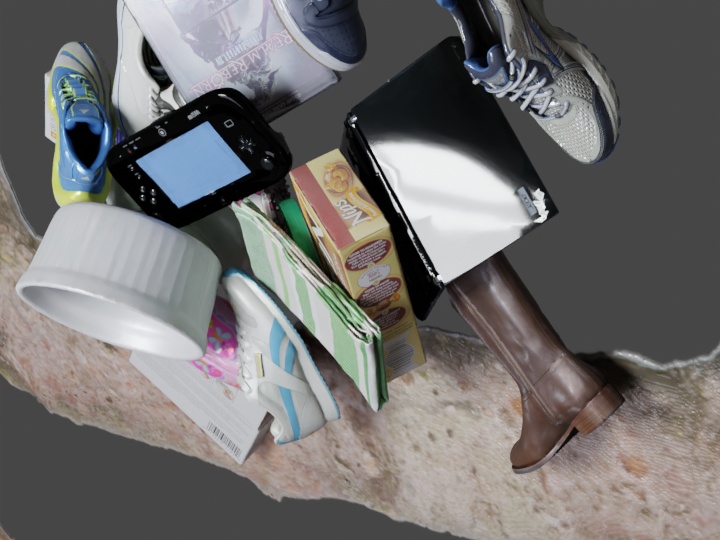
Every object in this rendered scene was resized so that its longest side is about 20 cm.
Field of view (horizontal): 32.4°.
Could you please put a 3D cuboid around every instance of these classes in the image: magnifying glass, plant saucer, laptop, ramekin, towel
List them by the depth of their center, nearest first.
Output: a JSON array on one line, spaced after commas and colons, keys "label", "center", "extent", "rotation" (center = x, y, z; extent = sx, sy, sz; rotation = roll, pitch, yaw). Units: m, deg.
[{"label": "laptop", "center": [0.067, -0.074, 1.095], "extent": [0.179, 0.102, 0.200], "rotation": [63, 168, 12]}, {"label": "towel", "center": [-0.045, 0.033, 1.161], "extent": [0.200, 0.023, 0.153], "rotation": [44, 162, 26]}, {"label": "magnifying glass", "center": [-0.042, 0.012, 1.219], "extent": [0.080, 0.022, 0.201], "rotation": [-116, 7, -48]}, {"label": "ramekin", "center": [-0.237, 0.010, 1.254], "extent": [0.198, 0.099, 0.201], "rotation": [16, 162, 5]}, {"label": "plant saucer", "center": [-0.195, -0.040, 1.332], "extent": [0.198, 0.051, 0.201], "rotation": [18, 146, 12]}]

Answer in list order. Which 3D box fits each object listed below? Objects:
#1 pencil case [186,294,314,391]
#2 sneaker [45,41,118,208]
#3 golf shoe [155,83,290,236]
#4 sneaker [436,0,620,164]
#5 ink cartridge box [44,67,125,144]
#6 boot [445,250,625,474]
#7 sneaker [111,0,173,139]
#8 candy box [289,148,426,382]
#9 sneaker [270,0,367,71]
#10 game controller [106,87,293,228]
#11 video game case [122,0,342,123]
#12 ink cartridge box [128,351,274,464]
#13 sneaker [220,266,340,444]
[{"label": "pencil case", "center": [-0.152, 0.081, 1.382], "extent": [0.199, 0.088, 0.088], "rotation": [28, 138, 6]}, {"label": "sneaker", "center": [-0.279, -0.163, 1.276], "extent": [0.105, 0.075, 0.202], "rotation": [133, 132, -60]}, {"label": "golf shoe", "center": [-0.130, -0.103, 1.227], "extent": [0.091, 0.073, 0.202], "rotation": [-18, 106, 15]}, {"label": "sneaker", "center": [0.121, -0.158, 0.953], "extent": [0.201, 0.085, 0.077], "rotation": [53, 141, -6]}, {"label": "ink cartridge box", "center": [-0.273, -0.140, 1.382], "extent": [0.199, 0.037, 0.095], "rotation": [37, 141, 18]}, {"label": "boot", "center": [0.134, 0.081, 1.161], "extent": [0.200, 0.064, 0.187], "rotation": [48, 142, 7]}, {"label": "sneaker", "center": [-0.209, -0.188, 1.239], "extent": [0.071, 0.072, 0.202], "rotation": [50, 149, 44]}, {"label": "candy box", "center": [0.000, 0.000, 1.149], "extent": [0.116, 0.055, 0.201], "rotation": [57, 169, 41]}, {"label": "sneaker", "center": [-0.031, -0.267, 1.020], "extent": [0.108, 0.070, 0.201], "rotation": [-15, 108, 50]}, {"label": "game controller", "center": [-0.153, -0.102, 1.153], "extent": [0.199, 0.042, 0.104], "rotation": [-21, 128, 41]}, {"label": "video game case", "center": [-0.126, -0.227, 1.132], "extent": [0.142, 0.019, 0.201], "rotation": [-27, 102, 19]}, {"label": "ink cartridge box", "center": [-0.185, 0.121, 1.506], "extent": [0.200, 0.045, 0.177], "rotation": [41, 142, 9]}, {"label": "sneaker", "center": [-0.097, 0.090, 1.282], "extent": [0.201, 0.080, 0.077], "rotation": [62, 174, -17]}]
